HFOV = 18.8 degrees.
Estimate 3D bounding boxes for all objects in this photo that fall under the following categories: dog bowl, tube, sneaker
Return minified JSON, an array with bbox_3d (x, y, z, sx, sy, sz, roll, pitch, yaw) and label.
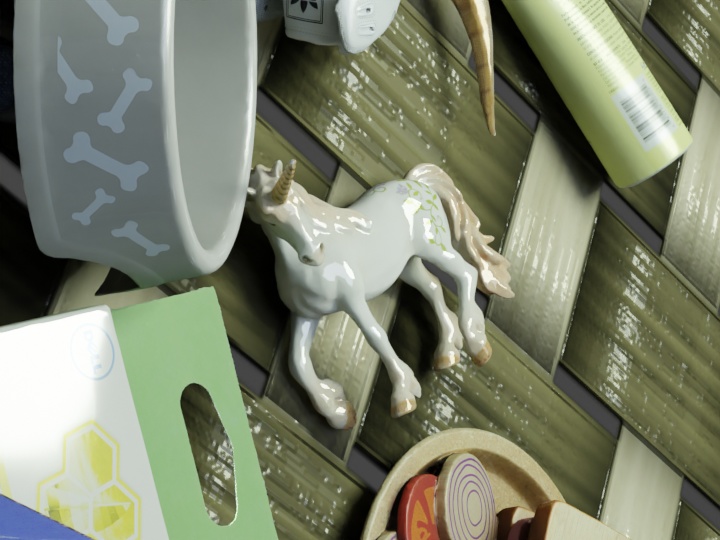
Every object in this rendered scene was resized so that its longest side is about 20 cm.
[{"bbox_3d":[-0.086,-0.087,0.887,0.200,0.058,0.201,0,90,-82],"label":"dog bowl"},{"bbox_3d":[0.113,-0.142,1.215,0.200,0.052,0.058,57,0,-9],"label":"tube"},{"bbox_3d":[-0.021,-0.166,1.005,0.200,0.075,0.115,15,91,-67],"label":"sneaker"}]

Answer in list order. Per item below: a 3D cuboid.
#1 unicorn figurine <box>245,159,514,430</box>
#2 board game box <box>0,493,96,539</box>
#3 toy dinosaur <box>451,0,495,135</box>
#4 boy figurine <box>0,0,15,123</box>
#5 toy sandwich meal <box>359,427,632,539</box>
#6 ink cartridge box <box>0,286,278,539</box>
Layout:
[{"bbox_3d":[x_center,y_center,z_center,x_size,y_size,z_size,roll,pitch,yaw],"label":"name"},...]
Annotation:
[{"bbox_3d":[0.000,0.000,1.038,0.138,0.074,0.200,69,25,-8],"label":"unicorn figurine"},{"bbox_3d":[-0.160,0.170,0.686,0.097,0.159,0.201,-1,97,-34],"label":"board game box"},{"bbox_3d":[0.038,-0.181,1.144,0.106,0.060,0.200,-42,106,-13],"label":"toy dinosaur"},{"bbox_3d":[-0.203,-0.095,0.837,0.200,0.064,0.125,-5,85,-52],"label":"boy figurine"},{"bbox_3d":[0.079,0.171,1.068,0.205,0.070,0.206,16,68,-45],"label":"toy sandwich meal"},{"bbox_3d":[-0.097,0.086,0.864,0.200,0.048,0.146,-14,89,-47],"label":"ink cartridge box"}]
